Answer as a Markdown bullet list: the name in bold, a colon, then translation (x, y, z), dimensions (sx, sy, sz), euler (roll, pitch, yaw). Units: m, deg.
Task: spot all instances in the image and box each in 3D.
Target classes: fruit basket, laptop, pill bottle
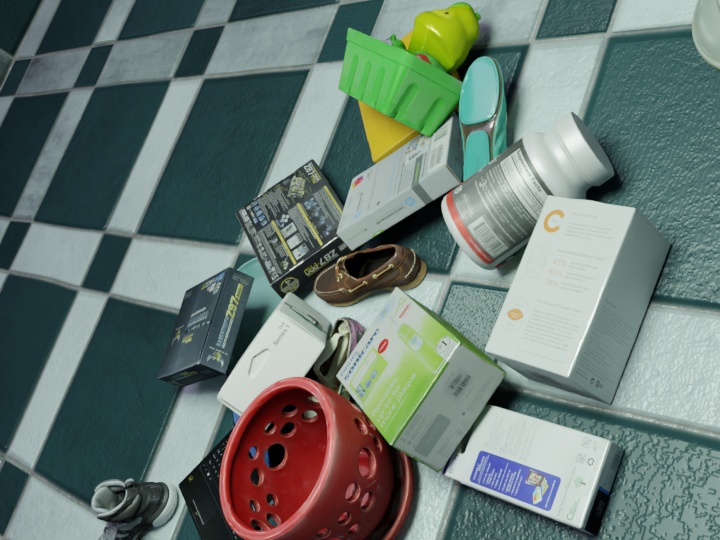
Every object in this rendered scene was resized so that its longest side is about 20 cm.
- **fruit basket**: translation (0.083, -0.318, 1.377), dimensions (0.215, 0.154, 0.218), euler (-30, 51, 44)
- **laptop**: translation (-0.201, 0.285, 1.356), dimensions (0.200, 0.103, 0.177), euler (-45, 41, 4)
- **pill bottle**: translation (0.209, -0.099, 1.175), dimensions (0.199, 0.115, 0.117), euler (-36, 45, 23)

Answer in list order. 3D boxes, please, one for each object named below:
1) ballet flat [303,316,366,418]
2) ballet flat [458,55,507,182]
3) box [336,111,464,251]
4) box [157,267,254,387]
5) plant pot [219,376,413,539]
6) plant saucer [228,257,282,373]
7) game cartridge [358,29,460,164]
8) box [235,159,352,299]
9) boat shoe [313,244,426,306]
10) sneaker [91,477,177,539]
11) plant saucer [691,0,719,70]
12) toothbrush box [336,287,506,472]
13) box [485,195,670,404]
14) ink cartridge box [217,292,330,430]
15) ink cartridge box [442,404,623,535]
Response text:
- **ballet flat**: translation (-0.044, 0.159, 1.304), dimensions (0.069, 0.071, 0.202), euler (1, 68, 42)
- **ballet flat**: translation (0.173, -0.191, 1.294), dimensions (0.067, 0.070, 0.203), euler (-5, 74, 30)
- **box**: translation (0.061, -0.130, 1.358), dimensions (0.199, 0.041, 0.157), euler (-30, 26, 27)
- **box**: translation (-0.245, 0.093, 1.470), dimensions (0.199, 0.051, 0.160), euler (-23, 49, 59)
- **plant pot**: translation (-0.048, 0.255, 1.164), dimensions (0.199, 0.182, 0.203), euler (-23, 52, 33)
- **plant saucer**: translation (-0.171, 0.075, 1.508), dimensions (0.199, 0.036, 0.202), euler (-25, 50, 33)
- **game cartridge**: translation (0.075, -0.285, 1.490), dimensions (0.175, 0.032, 0.202), euler (-33, 49, 26)
- **box**: translation (-0.099, -0.070, 1.486), dimensions (0.160, 0.049, 0.201), euler (-36, 44, 3)
- **boat shoe**: translation (0.000, 0.000, 1.359), dimensions (0.198, 0.070, 0.071), euler (-17, 56, 39)
- **sneaker**: translation (-0.387, 0.391, 1.471), dimensions (0.200, 0.113, 0.076), euler (-44, 42, 16)
- **plant saucer**: translation (0.478, -0.327, 1.097), dimensions (0.199, 0.050, 0.202), euler (-23, 52, 33)
- **toothbrush box**: translation (0.070, 0.130, 1.167), dimensions (0.146, 0.086, 0.200), euler (-55, 26, 4)
- **box**: translation (0.248, 0.030, 1.071), dimensions (0.124, 0.097, 0.202), euler (15, 78, 48)
- **ink cartridge box**: translation (-0.116, 0.122, 1.311), dimensions (0.147, 0.084, 0.200), euler (-55, 4, 5)
- **ink cartridge box**: translation (0.190, 0.218, 1.060), dimensions (0.199, 0.039, 0.101), euler (12, 75, 46)
